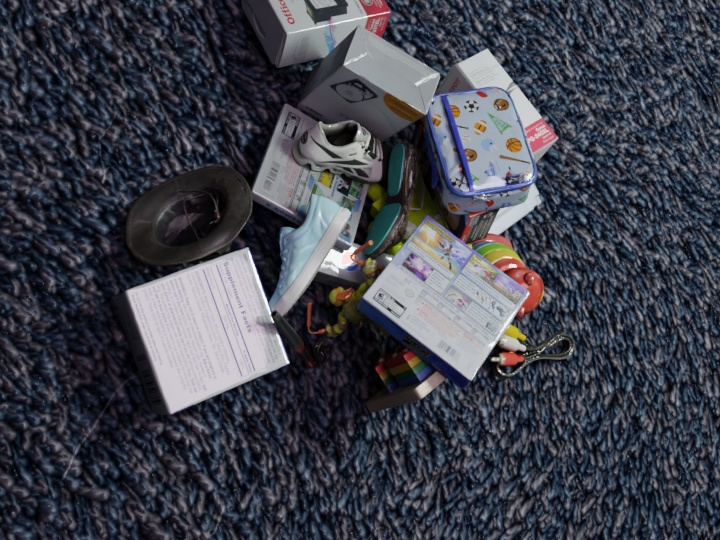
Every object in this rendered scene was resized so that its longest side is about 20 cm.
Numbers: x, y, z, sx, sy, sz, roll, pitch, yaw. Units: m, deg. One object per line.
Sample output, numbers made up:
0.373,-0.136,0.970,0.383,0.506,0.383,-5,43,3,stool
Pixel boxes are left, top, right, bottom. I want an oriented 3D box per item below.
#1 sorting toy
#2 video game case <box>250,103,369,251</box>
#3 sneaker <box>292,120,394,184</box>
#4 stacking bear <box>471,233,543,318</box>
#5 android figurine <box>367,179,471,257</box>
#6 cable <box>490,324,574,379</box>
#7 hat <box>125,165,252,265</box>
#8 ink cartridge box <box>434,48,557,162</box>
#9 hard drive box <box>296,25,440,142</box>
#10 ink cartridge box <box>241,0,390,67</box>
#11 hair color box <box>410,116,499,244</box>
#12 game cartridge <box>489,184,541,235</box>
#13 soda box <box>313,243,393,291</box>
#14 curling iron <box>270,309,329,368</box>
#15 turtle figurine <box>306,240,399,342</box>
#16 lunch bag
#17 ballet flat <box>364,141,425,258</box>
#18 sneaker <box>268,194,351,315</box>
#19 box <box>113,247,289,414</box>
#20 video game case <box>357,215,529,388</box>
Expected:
0.105,0.130,1.484,0.199,0.198,0.070,-35,91,-26,sorting toy
-0.072,-0.151,1.501,0.181,0.022,0.202,28,51,-16,video game case
-0.003,-0.195,1.501,0.197,0.088,0.075,2,60,-34,sneaker
0.232,0.015,1.543,0.112,0.200,0.123,17,99,-23,stacking bear
0.101,-0.092,1.567,0.200,0.041,0.182,44,65,12,android figurine
0.304,0.146,1.657,0.197,0.050,0.099,8,77,-23,cable
-0.247,-0.062,1.402,0.197,0.081,0.203,-7,52,8,hat
0.221,-0.252,1.604,0.083,0.145,0.201,-31,80,-27,ink cartridge box
0.010,-0.287,1.502,0.154,0.199,0.078,27,72,-18,hard drive box
-0.073,-0.427,1.525,0.198,0.083,0.147,-19,69,-27,ink cartridge box
0.150,-0.152,1.527,0.060,0.102,0.202,-18,66,-17,hair color box
0.224,-0.129,1.673,0.199,0.040,0.135,-33,100,-26,game cartridge
0.000,0.000,1.524,0.197,0.068,0.065,17,74,-22,soda box
-0.094,0.102,1.422,0.050,0.025,0.200,-66,151,-14,curling iron
0.016,0.053,1.468,0.159,0.201,0.065,20,31,-24,turtle figurine
0.178,-0.184,1.449,0.157,0.076,0.203,-8,63,-10,lunch bag
0.067,-0.105,1.505,0.075,0.067,0.203,23,75,-32,ballet flat
-0.097,-0.024,1.416,0.081,0.074,0.202,33,89,1,sneaker
-0.234,0.088,1.377,0.198,0.105,0.187,-20,91,-26,box
0.125,0.045,1.401,0.199,0.046,0.182,37,63,6,video game case
